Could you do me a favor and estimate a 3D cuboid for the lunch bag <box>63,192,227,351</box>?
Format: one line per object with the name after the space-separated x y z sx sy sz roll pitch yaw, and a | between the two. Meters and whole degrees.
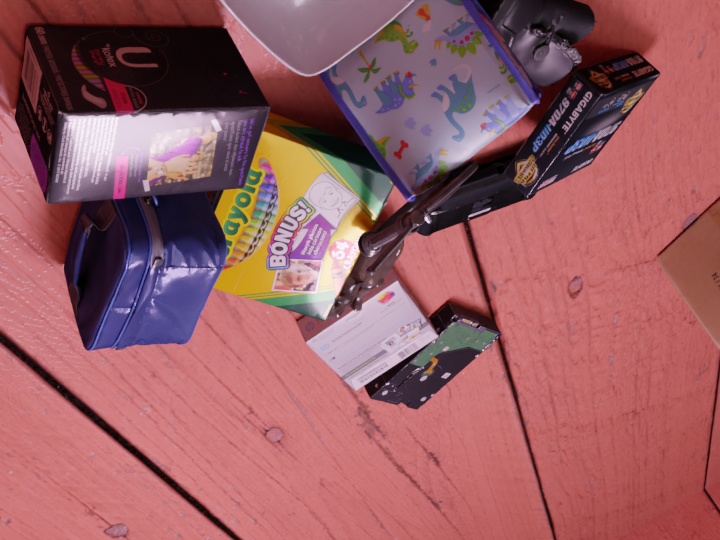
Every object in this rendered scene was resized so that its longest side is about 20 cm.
-0.235 -0.014 1.126 0.130 0.137 0.201 -5 140 -34 | lunch bag

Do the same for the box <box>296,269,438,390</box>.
0.014 0.085 1.549 0.155 0.041 0.200 -34 148 4 | box

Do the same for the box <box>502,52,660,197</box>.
0.274 -0.183 1.327 0.199 0.046 0.160 -26 155 -52 | box

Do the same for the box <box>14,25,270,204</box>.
-0.201 -0.146 0.988 0.197 0.123 0.107 -7 141 -32 | box

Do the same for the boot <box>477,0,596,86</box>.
0.158 -0.230 1.204 0.166 0.077 0.201 12 122 -42 | boot

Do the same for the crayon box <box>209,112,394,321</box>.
-0.079 -0.057 1.182 0.170 0.059 0.202 16 120 -21 | crayon box

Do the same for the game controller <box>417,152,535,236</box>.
0.158 -0.104 1.421 0.197 0.043 0.105 -19 160 -16 | game controller

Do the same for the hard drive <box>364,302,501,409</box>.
0.113 0.138 1.703 0.200 0.038 0.139 -44 145 21 | hard drive

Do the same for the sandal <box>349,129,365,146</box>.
0.008 -0.104 1.253 0.058 0.080 0.208 2 134 -35 | sandal

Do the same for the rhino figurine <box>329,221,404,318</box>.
0.000 0.000 1.333 0.088 0.059 0.200 -61 173 32 | rhino figurine

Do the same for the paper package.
0.624 0.003 1.776 0.103 0.202 0.191 14 129 -47 | paper package

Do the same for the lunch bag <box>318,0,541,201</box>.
0.059 -0.202 1.077 0.169 0.201 0.128 -37 -174 15 | lunch bag

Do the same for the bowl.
-0.034 -0.295 0.967 0.199 0.075 0.199 -37 147 12 | bowl

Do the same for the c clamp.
0.045 -0.054 1.100 0.171 0.027 0.200 -43 -175 -11 | c clamp
